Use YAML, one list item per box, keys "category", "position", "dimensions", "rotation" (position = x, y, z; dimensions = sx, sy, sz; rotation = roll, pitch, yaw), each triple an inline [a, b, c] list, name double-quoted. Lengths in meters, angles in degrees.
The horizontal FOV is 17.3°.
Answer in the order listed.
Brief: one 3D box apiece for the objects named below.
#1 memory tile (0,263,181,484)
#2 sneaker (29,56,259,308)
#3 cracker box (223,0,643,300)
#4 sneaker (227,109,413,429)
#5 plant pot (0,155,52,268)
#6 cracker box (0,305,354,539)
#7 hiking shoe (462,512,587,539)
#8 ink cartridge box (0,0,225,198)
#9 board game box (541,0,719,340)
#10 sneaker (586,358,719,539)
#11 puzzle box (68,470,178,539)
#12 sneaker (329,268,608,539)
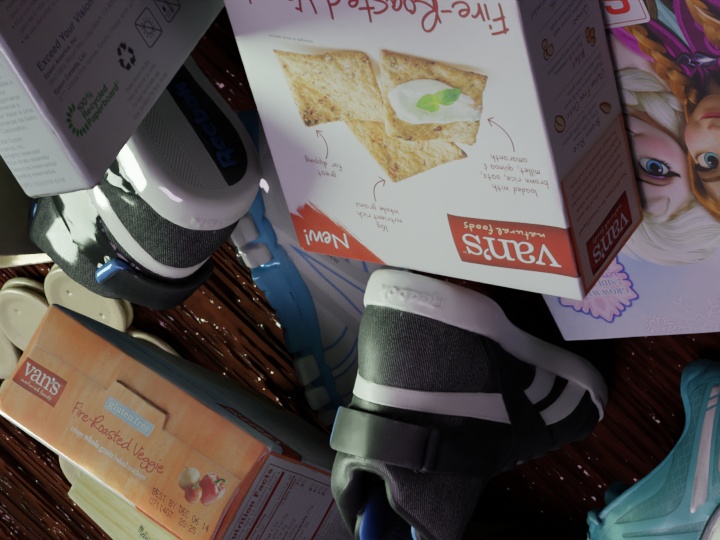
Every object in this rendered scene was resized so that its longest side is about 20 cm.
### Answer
- category: "memory tile"
  position: [-0.127, 0.080, 1.276]
  dimensions: [0.153, 0.017, 0.200]
  rotation: [-20, 115, 47]
- category: "sneaker"
  position: [-0.120, -0.074, 0.993]
  dimensions: [0.112, 0.073, 0.201]
  rotation: [-53, 54, 44]
- category: "cracker box"
  position: [0.020, -0.091, 0.878]
  dimensions: [0.133, 0.058, 0.201]
  rotation: [10, 133, 33]
- category: "sneaker"
  position: [0.000, 0.000, 1.063]
  dimensions: [0.086, 0.075, 0.201]
  rotation: [-16, 138, 8]
- category: "plant pot"
  position: [-0.225, -0.065, 1.096]
  dimensions: [0.199, 0.199, 0.136]
  rotation: [-7, 88, 41]
- category: "cracker box"
  position: [-0.058, 0.090, 1.090]
  dimensions: [0.133, 0.058, 0.200]
  rotation: [31, 180, 30]
- category: "hiking shoe"
  position: [0.102, 0.172, 1.124]
  dimensions: [0.199, 0.101, 0.076]
  rotation: [-5, 126, 40]
- category: "ink cartridge box"
  position: [-0.115, -0.164, 0.876]
  dimensions: [0.040, 0.200, 0.201]
  rotation: [-6, 125, 33]
- category: "board game box"
  position: [0.126, -0.066, 0.896]
  dimensions: [0.199, 0.041, 0.200]
  rotation: [-6, 124, 41]
- category: "sneaker"
  position: [0.132, 0.132, 1.041]
  dimensions: [0.079, 0.077, 0.201]
  rotation: [32, 102, 21]
- category: "puzzle box"
  position: [-0.044, 0.154, 1.123]
  dimensions: [0.133, 0.026, 0.200]
  rotation: [30, -179, -35]
- category: "sneaker"
  position: [0.039, 0.076, 1.003]
  dimensions: [0.073, 0.113, 0.200]
  rotation: [13, 171, 28]
